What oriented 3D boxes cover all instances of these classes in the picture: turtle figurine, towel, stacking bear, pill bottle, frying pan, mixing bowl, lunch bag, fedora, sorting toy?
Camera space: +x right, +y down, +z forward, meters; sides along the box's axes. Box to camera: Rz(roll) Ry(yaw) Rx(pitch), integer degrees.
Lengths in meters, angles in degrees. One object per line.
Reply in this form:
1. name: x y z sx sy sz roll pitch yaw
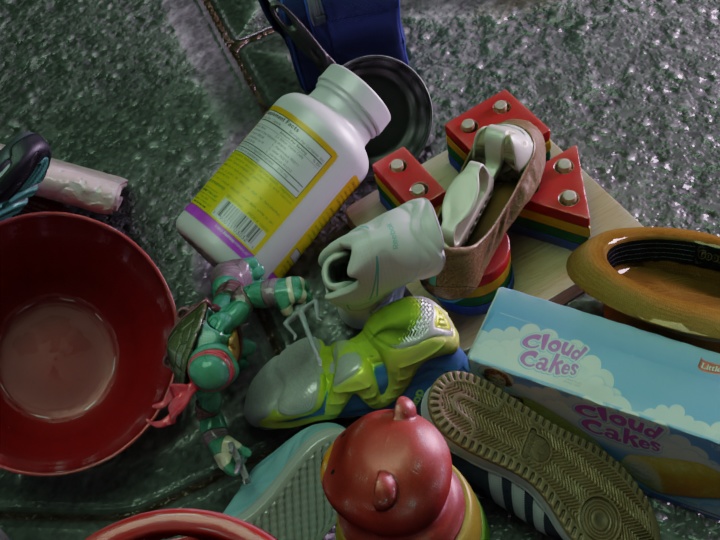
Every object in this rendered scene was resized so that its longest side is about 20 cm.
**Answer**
1. turtle figurine: -0.096 0.060 0.846 0.151 0.100 0.200 -60 13 9
2. towel: -0.308 -0.091 1.016 0.196 0.191 0.033 15 93 -10
3. stacking bear: 0.027 0.165 0.742 0.112 0.202 0.123 10 53 20
4. pill bottle: -0.062 -0.081 0.996 0.104 0.104 0.201 35 81 33
5. frying pan: -0.021 -0.157 1.055 0.187 0.116 0.031 23 10 -16
6. mixing bowl: -0.247 0.064 0.920 0.196 0.108 0.204 3 78 -12
7. lunch bag: -0.033 -0.269 1.107 0.130 0.200 0.138 -15 71 2
8. fedora: 0.249 0.034 0.859 0.196 0.083 0.201 6 24 -2
9. sorting toy: 0.113 -0.053 0.987 0.198 0.070 0.199 -30 52 -13

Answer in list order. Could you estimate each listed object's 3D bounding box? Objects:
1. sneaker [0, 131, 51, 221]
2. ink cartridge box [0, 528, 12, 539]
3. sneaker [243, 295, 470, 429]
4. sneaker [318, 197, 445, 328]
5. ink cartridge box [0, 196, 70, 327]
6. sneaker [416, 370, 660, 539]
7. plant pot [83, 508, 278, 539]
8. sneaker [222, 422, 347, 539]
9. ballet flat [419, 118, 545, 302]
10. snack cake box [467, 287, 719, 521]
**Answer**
1. sneaker: -0.329 -0.056 0.902 0.200 0.074 0.088 -42 89 23
2. ink cartridge box: -0.316 0.191 0.798 0.143 0.201 0.085 22 62 27
3. sneaker: 0.003 0.097 0.893 0.198 0.105 0.077 -24 36 33
4. sneaker: 0.000 0.000 0.888 0.079 0.201 0.072 -14 75 -18
5. ink cartridge box: -0.358 0.021 1.019 0.144 0.083 0.201 18 57 24
6. sneaker: 0.116 0.157 0.826 0.199 0.109 0.070 37 58 0
7. plant pot: -0.098 0.257 0.687 0.196 0.183 0.204 -1 70 3
8. sneaker: -0.074 0.193 0.843 0.199 0.074 0.082 -41 11 -7
9. ballet flat: 0.098 -0.068 0.910 0.067 0.073 0.201 18 57 24
10. snack cake box: 0.182 0.096 0.818 0.197 0.116 0.068 17 60 24
